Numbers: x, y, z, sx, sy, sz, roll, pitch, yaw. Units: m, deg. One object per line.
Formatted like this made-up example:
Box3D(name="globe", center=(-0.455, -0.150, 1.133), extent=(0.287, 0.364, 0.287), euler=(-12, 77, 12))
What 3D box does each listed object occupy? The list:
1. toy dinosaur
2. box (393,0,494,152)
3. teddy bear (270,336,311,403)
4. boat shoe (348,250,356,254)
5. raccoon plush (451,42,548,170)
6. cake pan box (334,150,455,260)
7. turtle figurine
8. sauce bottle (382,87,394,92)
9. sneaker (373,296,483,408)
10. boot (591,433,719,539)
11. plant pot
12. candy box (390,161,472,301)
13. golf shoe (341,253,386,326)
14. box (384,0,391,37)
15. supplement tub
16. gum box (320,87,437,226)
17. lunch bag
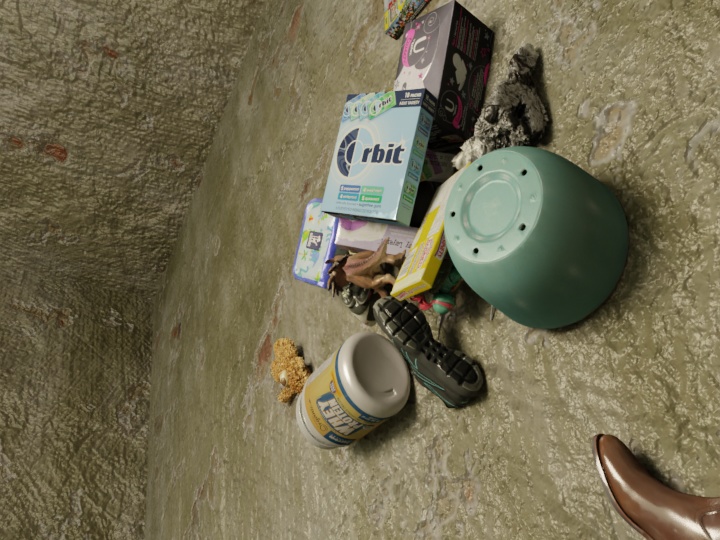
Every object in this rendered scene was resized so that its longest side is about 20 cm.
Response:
Box3D(name="toy dinosaur", center=(0.000, 0.000, 0.870), extent=(0.201, 0.130, 0.089), euler=(101, -177, -75))
Box3D(name="box", center=(0.135, -0.327, 0.929), extent=(0.130, 0.112, 0.209), euler=(3, 79, 52))
Box3D(name="teddy bear", center=(-0.182, 0.238, 1.294), extent=(0.149, 0.065, 0.201), euler=(-67, 30, 19))
Box3D(name="boat shoe", center=(0.012, -0.114, 1.047), extent=(0.072, 0.076, 0.206), euler=(-14, 39, 21))
Box3D(name="raccoon plush", center=(0.219, -0.226, 0.821), extent=(0.203, 0.095, 0.134), euler=(-58, 5, -30))
Box3D(name="cake pan box", center=(0.065, -0.115, 0.931), extent=(0.192, 0.052, 0.192), euler=(12, 86, 16))
Box3D(name="turtle figurine", center=(0.146, -0.003, 0.806), extent=(0.148, 0.098, 0.208), euler=(-12, 61, 55))
Box3D(name="sauce bottle", center=(0.083, -0.343, 1.094), extent=(0.198, 0.063, 0.067), euler=(10, 85, 59))
Box3D(name="sneaker", center=(0.087, 0.126, 0.796), extent=(0.200, 0.075, 0.080), euler=(44, 139, 16))
Box3D(name="boot", center=(0.317, 0.177, 0.450), extent=(0.203, 0.062, 0.190), euler=(-57, 47, 35))
Box3D(name="plant pot", center=(0.190, -0.048, 0.633), extent=(0.196, 0.158, 0.209), euler=(-17, 65, 40))
Box3D(name="candy box", center=(0.109, -0.056, 0.787), extent=(0.205, 0.026, 0.102), euler=(-64, 14, -21))
Box3D(name="golf shoe", center=(0.018, 0.011, 1.034), extent=(0.075, 0.089, 0.204), euler=(-8, 43, 30))
Box3D(name="box", center=(0.105, -0.653, 1.216), extent=(0.135, 0.037, 0.208), euler=(-32, 51, 51))
Box3D(name="supplement tub", center=(-0.018, 0.217, 0.939), extent=(0.200, 0.140, 0.149), euler=(-47, 40, 40))
Box3D(name="gum box", center=(0.027, -0.184, 0.871), extent=(0.166, 0.044, 0.208), euler=(10, 86, 42))
Box3D(name="lunch bag", center=(-0.071, -0.051, 1.132), extent=(0.200, 0.123, 0.177), euler=(-172, 95, -77))
